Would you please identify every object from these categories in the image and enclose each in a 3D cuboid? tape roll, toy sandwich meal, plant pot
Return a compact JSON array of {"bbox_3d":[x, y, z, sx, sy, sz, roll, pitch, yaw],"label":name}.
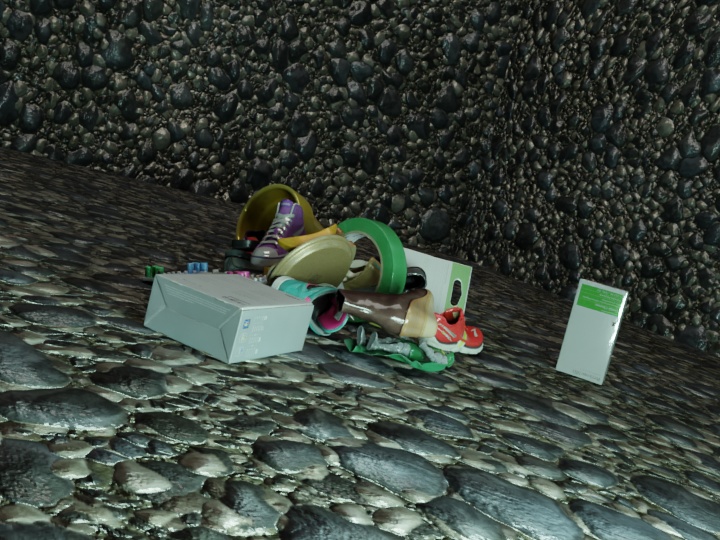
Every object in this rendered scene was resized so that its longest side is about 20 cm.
[{"bbox_3d":[0.000,0.000,1.483,0.198,0.205,0.048,21,9,38],"label":"tape roll"},{"bbox_3d":[-0.096,-0.011,1.396,0.203,0.206,0.071,7,38,-51],"label":"toy sandwich meal"},{"bbox_3d":[-0.172,-0.081,1.841,0.198,0.204,0.188,21,-6,39],"label":"plant pot"}]

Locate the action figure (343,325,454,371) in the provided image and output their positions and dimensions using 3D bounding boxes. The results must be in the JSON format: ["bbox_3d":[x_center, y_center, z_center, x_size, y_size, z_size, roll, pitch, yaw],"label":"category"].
[{"bbox_3d":[0.083,0.134,1.258,0.197,0.056,0.117,16,2,-36],"label":"action figure"}]

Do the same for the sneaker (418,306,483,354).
[{"bbox_3d":[0.193,0.116,1.495,0.076,0.087,0.198,21,8,35],"label":"sneaker"}]

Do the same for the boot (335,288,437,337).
[{"bbox_3d":[0.039,0.052,1.263,0.163,0.074,0.200,17,9,-6],"label":"boot"}]

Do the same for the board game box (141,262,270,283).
[{"bbox_3d":[-0.264,0.006,1.374,0.195,0.027,0.200,4,3,14],"label":"board game box"}]

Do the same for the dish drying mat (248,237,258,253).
[{"bbox_3d":[-0.214,-0.022,1.708,0.198,0.078,0.018,21,-19,40],"label":"dish drying mat"}]

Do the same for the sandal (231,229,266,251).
[{"bbox_3d":[-0.224,-0.065,1.619,0.073,0.049,0.200,1,-1,4],"label":"sandal"}]

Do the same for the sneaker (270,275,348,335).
[{"bbox_3d":[-0.058,0.065,1.336,0.120,0.085,0.198,25,7,36],"label":"sneaker"}]

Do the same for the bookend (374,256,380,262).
[{"bbox_3d":[0.087,0.029,1.921,0.196,0.094,0.198,19,8,35],"label":"bookend"}]

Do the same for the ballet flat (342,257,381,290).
[{"bbox_3d":[-0.026,0.011,1.581,0.198,0.069,0.063,-17,-61,41],"label":"ballet flat"}]

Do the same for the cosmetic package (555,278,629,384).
[{"bbox_3d":[0.497,0.129,1.612,0.106,0.205,0.085,15,5,21],"label":"cosmetic package"}]

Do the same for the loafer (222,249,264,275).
[{"bbox_3d":[-0.195,0.016,1.578,0.196,0.064,0.072,18,-25,-17],"label":"loafer"}]

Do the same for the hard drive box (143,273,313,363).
[{"bbox_3d":[-0.183,0.063,1.082,0.153,0.078,0.199,19,8,24],"label":"hard drive box"}]

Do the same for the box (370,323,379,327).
[{"bbox_3d":[0.087,0.092,1.592,0.074,0.051,0.199,17,7,19],"label":"box"}]

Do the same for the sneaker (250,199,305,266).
[{"bbox_3d":[-0.167,-0.080,1.507,0.071,0.117,0.201,5,18,14],"label":"sneaker"}]

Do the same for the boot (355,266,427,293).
[{"bbox_3d":[0.046,0.031,1.604,0.196,0.071,0.132,-18,2,9],"label":"boot"}]

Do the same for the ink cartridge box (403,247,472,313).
[{"bbox_3d":[0.150,0.038,1.755,0.196,0.149,0.048,15,-16,-8],"label":"ink cartridge box"}]
